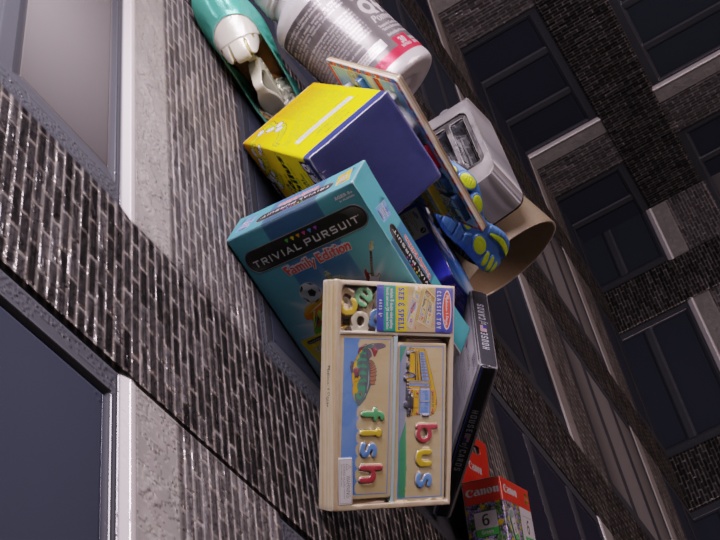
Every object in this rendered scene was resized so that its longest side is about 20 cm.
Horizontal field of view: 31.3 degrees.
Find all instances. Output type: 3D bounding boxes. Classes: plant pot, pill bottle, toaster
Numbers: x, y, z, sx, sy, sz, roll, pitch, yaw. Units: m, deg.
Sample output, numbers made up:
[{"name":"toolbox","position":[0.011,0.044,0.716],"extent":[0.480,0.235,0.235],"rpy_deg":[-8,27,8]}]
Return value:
[{"name":"plant pot","position":[0.178,-0.087,2.051],"extent":[0.200,0.187,0.187],"rpy_deg":[52,11,21]},{"name":"pill bottle","position":[-0.024,-0.266,1.448],"extent":[0.200,0.111,0.111],"rpy_deg":[44,12,10]},{"name":"toaster","position":[0.131,-0.132,1.926],"extent":[0.119,0.180,0.201],"rpy_deg":[39,26,-49]}]

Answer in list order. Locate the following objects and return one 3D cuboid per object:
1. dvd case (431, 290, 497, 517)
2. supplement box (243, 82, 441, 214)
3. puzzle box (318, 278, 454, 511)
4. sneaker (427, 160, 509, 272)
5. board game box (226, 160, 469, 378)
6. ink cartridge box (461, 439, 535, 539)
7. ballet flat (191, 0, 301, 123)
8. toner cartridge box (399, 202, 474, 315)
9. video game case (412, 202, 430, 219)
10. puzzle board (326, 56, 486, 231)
[{"name":"dvd case","position":[0.109,0.145,1.406],"extent":[0.151,0.025,0.201],"rpy_deg":[-89,-168,-60]},{"name":"supplement box","position":[-0.024,-0.117,1.343],"extent":[0.109,0.109,0.200],"rpy_deg":[54,-13,-22]},{"name":"puzzle box","position":[0.025,0.111,1.142],"extent":[0.132,0.025,0.202],"rpy_deg":[3,86,-35]},{"name":"sneaker","position":[0.111,-0.065,1.530],"extent":[0.082,0.071,0.200],"rpy_deg":[27,-14,36]},{"name":"board game box","position":[-0.011,0.015,1.227],"extent":[0.201,0.150,0.047],"rpy_deg":[56,30,-19]},{"name":"ink cartridge box","position":[0.160,0.281,1.465],"extent":[0.109,0.050,0.202],"rpy_deg":[37,42,-59]},{"name":"ballet flat","position":[-0.122,-0.240,1.466],"extent":[0.201,0.067,0.071],"rpy_deg":[55,8,-31]},{"name":"toner cartridge box","position":[0.089,0.001,1.460],"extent":[0.096,0.043,0.200],"rpy_deg":[66,8,21]},{"name":"video game case","position":[0.041,-0.157,1.556],"extent":[0.144,0.018,0.201],"rpy_deg":[64,7,-49]},{"name":"puzzle board","position":[0.045,-0.132,1.352],"extent":[0.150,0.017,0.201],"rpy_deg":[27,-26,57]}]
